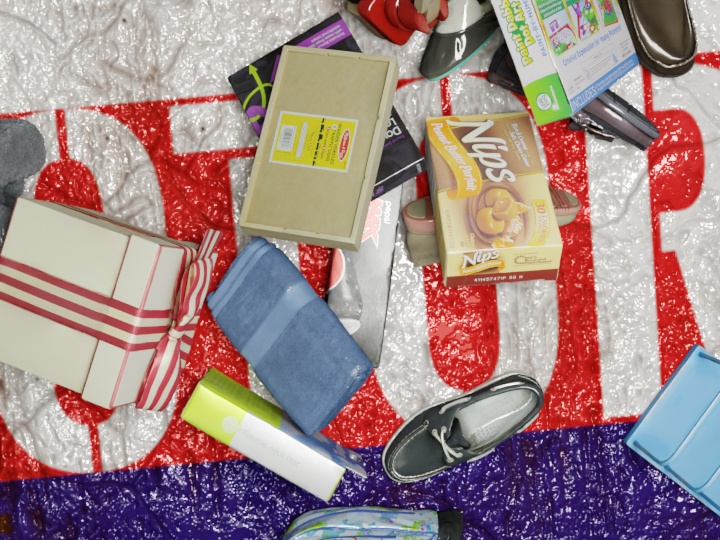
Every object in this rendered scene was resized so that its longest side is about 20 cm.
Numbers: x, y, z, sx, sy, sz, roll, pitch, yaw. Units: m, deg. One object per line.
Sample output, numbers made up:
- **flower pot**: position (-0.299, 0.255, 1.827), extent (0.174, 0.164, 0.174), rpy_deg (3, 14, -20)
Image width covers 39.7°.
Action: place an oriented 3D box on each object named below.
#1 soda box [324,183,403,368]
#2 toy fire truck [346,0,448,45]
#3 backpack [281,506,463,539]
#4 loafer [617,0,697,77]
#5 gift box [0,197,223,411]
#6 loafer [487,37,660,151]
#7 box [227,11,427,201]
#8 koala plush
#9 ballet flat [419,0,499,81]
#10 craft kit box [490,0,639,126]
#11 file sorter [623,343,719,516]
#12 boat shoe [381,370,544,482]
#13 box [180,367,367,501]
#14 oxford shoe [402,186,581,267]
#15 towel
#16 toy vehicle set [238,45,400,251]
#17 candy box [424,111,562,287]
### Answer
- **soda box**: position (0.000, 0.000, 1.088), extent (0.070, 0.063, 0.203), rpy_deg (7, 94, -2)
- **toy fire truck**: position (0.076, -0.311, 0.979), extent (0.128, 0.200, 0.177), rpy_deg (34, 93, -36)
- **backpack**: position (0.001, 0.333, 1.086), extent (0.197, 0.154, 0.166), rpy_deg (12, 101, 10)
- **loafer**: position (0.310, -0.304, 1.068), extent (0.072, 0.071, 0.202), rpy_deg (-23, 95, 0)
- **gift box**: position (-0.249, 0.027, 1.029), extent (0.184, 0.200, 0.187), rpy_deg (19, 98, 13)
- **loafer**: position (0.229, -0.184, 1.085), extent (0.199, 0.072, 0.063), rpy_deg (35, 112, 2)
- **box**: position (-0.037, -0.156, 1.051), extent (0.142, 0.036, 0.202), rpy_deg (-30, 72, 1)
- **koala plush**: position (-0.448, -0.066, 1.028), extent (0.197, 0.184, 0.180), rpy_deg (-6, 89, 15)
- **ballet flat**: position (0.134, -0.286, 1.066), extent (0.199, 0.068, 0.069), rpy_deg (-37, 121, -5)
- **craft kit box**: position (0.192, -0.265, 0.973), extent (0.048, 0.200, 0.200), rpy_deg (-11, 105, 37)
- **file sorter**: position (0.420, 0.204, 1.086), extent (0.199, 0.123, 0.139), rpy_deg (37, 93, -4)
- **boat shoe**: position (0.112, 0.175, 1.105), extent (0.199, 0.060, 0.076), rpy_deg (-35, 95, 1)
- **box**: position (-0.091, 0.178, 1.069), extent (0.198, 0.122, 0.048), rpy_deg (31, 89, -3)
- **oxford shoe**: position (0.144, -0.049, 1.097), extent (0.197, 0.071, 0.075), rpy_deg (-6, 121, -2)
- **towel**: position (-0.075, 0.067, 1.056), extent (0.112, 0.048, 0.200), rpy_deg (-50, 65, 20)
- **toy vehicle set**: position (-0.041, -0.127, 1.011), extent (0.122, 0.027, 0.203), rpy_deg (10, 76, 14)
- **candy box**: position (0.132, -0.078, 1.027), extent (0.113, 0.202, 0.056), rpy_deg (-3, 138, -1)
